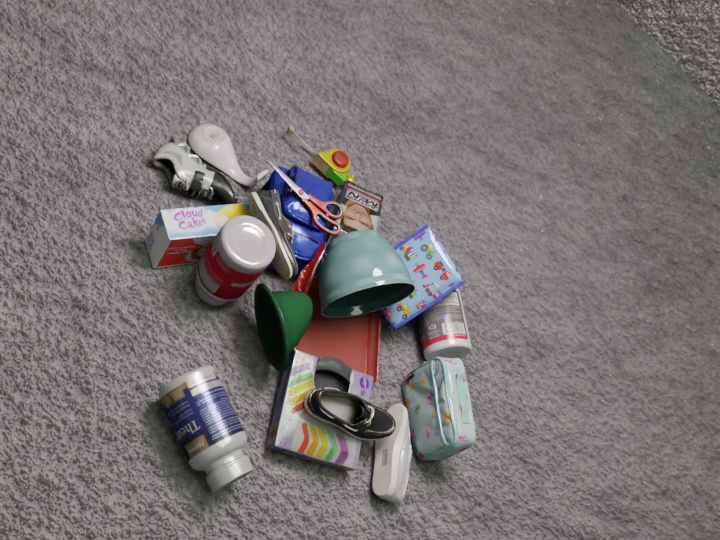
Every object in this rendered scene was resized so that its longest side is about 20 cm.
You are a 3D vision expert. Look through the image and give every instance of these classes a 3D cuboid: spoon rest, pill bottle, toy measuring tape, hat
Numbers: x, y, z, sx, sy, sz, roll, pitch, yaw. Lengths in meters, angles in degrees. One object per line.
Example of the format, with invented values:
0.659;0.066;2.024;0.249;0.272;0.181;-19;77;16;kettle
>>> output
-0.293;-0.250;1.766;0.199;0.061;0.099;39;47;10;spoon rest
-0.269;0.282;1.428;0.110;0.111;0.202;-19;75;-39;pill bottle
0.181;0.098;1.827;0.109;0.111;0.203;7;61;-30;pill bottle
-0.249;-0.011;1.552;0.111;0.200;0.114;15;57;-24;pill bottle
-0.085;-0.276;1.899;0.200;0.074;0.074;43;49;-5;toy measuring tape
-0.103;0.079;1.584;0.174;0.165;0.203;-15;114;-25;hat

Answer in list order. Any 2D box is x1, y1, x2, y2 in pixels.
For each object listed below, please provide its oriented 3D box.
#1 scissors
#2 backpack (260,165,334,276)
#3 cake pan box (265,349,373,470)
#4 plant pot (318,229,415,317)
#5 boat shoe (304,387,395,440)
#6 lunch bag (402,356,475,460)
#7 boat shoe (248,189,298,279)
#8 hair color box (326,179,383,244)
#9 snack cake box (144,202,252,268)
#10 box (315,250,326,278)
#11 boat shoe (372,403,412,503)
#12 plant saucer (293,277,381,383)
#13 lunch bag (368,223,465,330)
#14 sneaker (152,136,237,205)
-0.114;-0.143;1.617;0.199;0.014;0.074;32;64;-23;scissors
-0.145;-0.105;1.699;0.160;0.168;0.203;20;61;-15;backpack
-0.075;0.272;1.580;0.182;0.052;0.203;24;64;-23;cake pan box
0.000;0.000;1.647;0.198;0.200;0.136;-3;70;-34;plant pot
-0.010;0.274;1.550;0.198;0.060;0.075;27;63;-19;boat shoe
0.163;0.282;1.676;0.076;0.160;0.203;6;62;-30;lunch bag
-0.156;-0.075;1.562;0.067;0.072;0.202;-10;60;-26;boat shoe
-0.012;-0.112;1.814;0.098;0.061;0.201;23;38;-9;hair color box
-0.313;-0.070;1.601;0.198;0.115;0.068;-9;68;-36;snack cake box
-0.009;-0.006;1.804;0.197;0.049;0.083;1;63;-32;box
0.075;0.371;1.634;0.068;0.071;0.202;40;39;-35;boat shoe
-0.051;0.129;1.703;0.197;0.037;0.203;18;58;-24;plant saucer
0.101;0.021;1.746;0.198;0.094;0.152;-32;85;-5;lunch bag
-0.348;-0.183;1.675;0.199;0.074;0.089;38;49;4;sneaker
